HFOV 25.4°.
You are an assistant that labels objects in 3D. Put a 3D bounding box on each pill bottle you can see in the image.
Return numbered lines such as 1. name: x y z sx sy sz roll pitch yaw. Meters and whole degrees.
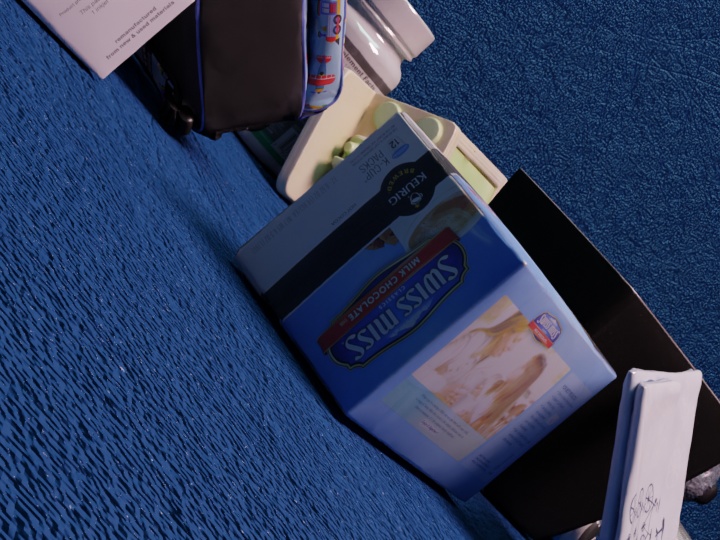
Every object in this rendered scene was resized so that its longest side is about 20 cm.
1. pill bottle: -0.034 -0.190 1.517 0.113 0.200 0.113 49 4 -5

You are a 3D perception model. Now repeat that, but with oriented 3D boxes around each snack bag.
1. snack bag: 0.189 0.159 1.037 0.021 0.191 0.200 8 0 23

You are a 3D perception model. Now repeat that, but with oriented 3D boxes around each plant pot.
1. plant pot: 0.141 0.080 1.220 0.200 0.177 0.200 48 6 -34

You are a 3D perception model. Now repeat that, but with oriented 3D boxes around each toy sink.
1. toy sink: 0.036 -0.079 1.476 0.111 0.131 0.200 24 -8 33

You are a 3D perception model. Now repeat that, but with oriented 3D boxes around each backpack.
1. backpack: -0.104 -0.207 1.136 0.200 0.133 0.184 -135 -139 -56

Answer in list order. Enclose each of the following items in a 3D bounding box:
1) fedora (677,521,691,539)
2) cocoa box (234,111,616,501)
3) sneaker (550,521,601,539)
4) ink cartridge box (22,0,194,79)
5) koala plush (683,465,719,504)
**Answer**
1. fedora: 0.272 0.269 1.525 0.201 0.090 0.177 57 6 -2
2. cocoa box: 0.045 0.029 0.953 0.132 0.133 0.200 53 5 32
3. sneaker: 0.182 0.196 1.375 0.087 0.075 0.200 46 3 17
4. ink cartridge box: -0.202 -0.232 0.941 0.200 0.084 0.145 48 5 -43
5. koala plush: 0.339 0.225 1.837 0.184 0.200 0.177 52 5 26
